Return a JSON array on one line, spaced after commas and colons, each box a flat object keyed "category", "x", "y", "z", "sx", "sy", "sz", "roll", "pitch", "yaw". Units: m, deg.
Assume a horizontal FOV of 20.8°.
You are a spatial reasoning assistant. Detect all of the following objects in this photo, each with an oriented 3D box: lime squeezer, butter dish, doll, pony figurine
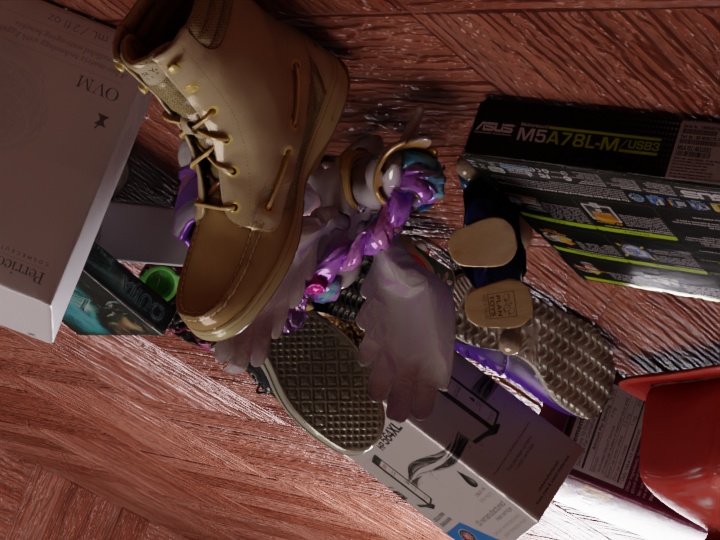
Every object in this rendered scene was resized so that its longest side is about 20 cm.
[{"category": "lime squeezer", "x": -0.196, "y": 0.010, "z": 1.785, "sx": 0.198, "sy": 0.038, "sz": 0.071, "roll": 1, "pitch": -176, "yaw": 12}, {"category": "butter dish", "x": 0.311, "y": 0.170, "z": 1.585, "sx": 0.198, "sy": 0.149, "sz": 0.200, "roll": 26, "pitch": 164, "yaw": -18}, {"category": "doll", "x": 0.089, "y": -0.010, "z": 1.300, "sx": 0.048, "sy": 0.138, "sz": 0.200, "roll": -13, "pitch": -170, "yaw": 8}, {"category": "pony figurine", "x": -0.018, "y": -0.014, "z": 1.288, "sx": 0.165, "sy": 0.195, "sz": 0.200, "roll": 17, "pitch": 177, "yaw": -24}]

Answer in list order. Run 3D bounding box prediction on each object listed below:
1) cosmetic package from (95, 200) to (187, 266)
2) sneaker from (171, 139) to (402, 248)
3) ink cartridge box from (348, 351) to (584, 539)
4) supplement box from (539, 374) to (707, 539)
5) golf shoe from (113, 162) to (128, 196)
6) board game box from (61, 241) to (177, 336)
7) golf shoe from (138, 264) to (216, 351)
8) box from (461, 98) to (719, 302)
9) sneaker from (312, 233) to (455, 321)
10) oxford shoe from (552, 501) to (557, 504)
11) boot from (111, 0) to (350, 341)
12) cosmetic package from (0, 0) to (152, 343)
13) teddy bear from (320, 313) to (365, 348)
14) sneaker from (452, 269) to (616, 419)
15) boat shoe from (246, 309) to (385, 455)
[{"category": "cosmetic package", "x": -0.223, "y": -0.034, "z": 1.679, "sx": 0.199, "sy": 0.052, "sz": 0.150, "roll": 5, "pitch": -178, "yaw": 45}, {"category": "sneaker", "x": -0.060, "y": -0.037, "z": 1.470, "sx": 0.199, "sy": 0.089, "sz": 0.081, "roll": 11, "pitch": 161, "yaw": 27}, {"category": "ink cartridge box", "x": 0.068, "y": 0.141, "z": 1.662, "sx": 0.199, "sy": 0.084, "sz": 0.146, "roll": 36, "pitch": 154, "yaw": 2}, {"category": "supplement box", "x": 0.259, "y": 0.175, "z": 1.758, "sx": 0.199, "sy": 0.104, "sz": 0.131, "roll": 22, "pitch": 165, "yaw": -4}, {"category": "golf shoe", "x": -0.279, "y": -0.098, "z": 1.578, "sx": 0.199, "sy": 0.076, "sz": 0.092, "roll": 19, "pitch": 169, "yaw": 9}, {"category": "board game box", "x": -0.255, "y": -0.015, "z": 1.566, "sx": 0.200, "sy": 0.028, "sz": 0.135, "roll": 42, "pitch": 155, "yaw": -29}, {"category": "golf shoe", "x": -0.120, "y": 0.049, "z": 1.873, "sx": 0.199, "sy": 0.073, "sz": 0.092, "roll": 26, "pitch": 180, "yaw": 6}, {"category": "box", "x": 0.190, "y": -0.036, "z": 1.222, "sx": 0.199, "sy": 0.048, "sz": 0.193, "roll": 10, "pitch": 163, "yaw": 36}, {"category": "sneaker", "x": 0.000, "y": 0.000, "z": 1.550, "sx": 0.093, "sy": 0.071, "sz": 0.199, "roll": -1, "pitch": -171, "yaw": -28}, {"category": "oxford shoe", "x": 0.201, "y": 0.182, "z": 1.973, "sx": 0.074, "sy": 0.071, "sz": 0.200, "roll": 44, "pitch": 168, "yaw": 8}, {"category": "boot", "x": -0.092, "y": -0.075, "z": 1.162, "sx": 0.072, "sy": 0.201, "sz": 0.155, "roll": 9, "pitch": 160, "yaw": 40}, {"category": "cosmetic package", "x": -0.268, "y": -0.085, "z": 1.356, "sx": 0.198, "sy": 0.201, "sz": 0.123, "roll": 20, "pitch": 165, "yaw": -2}, {"category": "teddy bear", "x": 0.016, "y": 0.057, "z": 1.768, "sx": 0.144, "sy": 0.067, "sz": 0.200, "roll": 2, "pitch": 149, "yaw": 39}, {"category": "sneaker", "x": 0.120, "y": 0.053, "z": 1.603, "sx": 0.200, "sy": 0.070, "sz": 0.099, "roll": 34, "pitch": 167, "yaw": -30}, {"category": "boat shoe", "x": -0.055, "y": 0.063, "z": 1.517, "sx": 0.200, "sy": 0.075, "sz": 0.062, "roll": 44, "pitch": 166, "yaw": 12}]
